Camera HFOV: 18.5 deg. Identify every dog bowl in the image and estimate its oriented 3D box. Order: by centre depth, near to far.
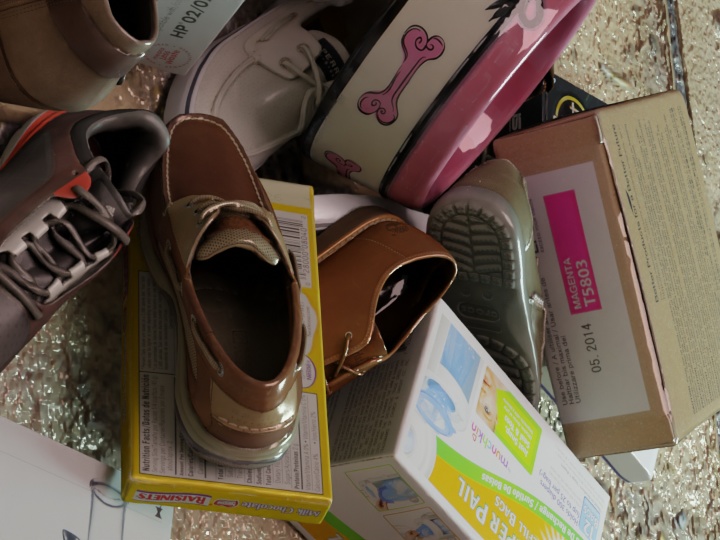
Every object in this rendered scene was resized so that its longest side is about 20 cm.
[{"bbox_3d":[0.057,-0.119,1.228,0.074,0.200,0.200,40,38,6],"label":"dog bowl"}]

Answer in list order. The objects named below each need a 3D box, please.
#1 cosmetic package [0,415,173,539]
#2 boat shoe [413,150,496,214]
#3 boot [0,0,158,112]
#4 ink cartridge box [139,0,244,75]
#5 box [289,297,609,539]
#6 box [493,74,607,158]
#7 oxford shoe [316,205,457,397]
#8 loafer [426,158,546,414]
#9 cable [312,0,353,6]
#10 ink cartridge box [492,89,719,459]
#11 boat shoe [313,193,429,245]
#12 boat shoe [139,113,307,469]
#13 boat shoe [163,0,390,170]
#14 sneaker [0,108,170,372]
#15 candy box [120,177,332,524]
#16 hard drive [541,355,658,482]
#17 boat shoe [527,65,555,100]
[{"bbox_3d":[-0.172,0.146,1.001,0.200,0.051,0.152,31,52,-46],"label":"cosmetic package"},{"bbox_3d":[0.065,-0.057,1.383,0.072,0.067,0.201,-35,107,-51],"label":"boat shoe"},{"bbox_3d":[-0.151,-0.172,1.042,0.070,0.146,0.201,-10,87,-44],"label":"boot"},{"bbox_3d":[-0.095,-0.182,1.141,0.067,0.115,0.201,14,65,-19],"label":"ink cartridge box"},{"bbox_3d":[0.045,0.126,1.264,0.200,0.101,0.113,48,44,-35],"label":"box"},{"bbox_3d":[0.162,-0.031,1.525,0.200,0.049,0.162,23,65,-49],"label":"box"},{"bbox_3d":[-0.028,0.041,1.171,0.200,0.071,0.072,-44,133,-22],"label":"oxford shoe"},{"bbox_3d":[0.079,0.018,1.280,0.201,0.075,0.070,90,22,-44],"label":"loafer"},{"bbox_3d":[-0.003,-0.250,1.299,0.199,0.069,0.201,-10,66,-54],"label":"cable"},{"bbox_3d":[0.163,-0.001,1.355,0.165,0.075,0.201,-17,95,-62],"label":"ink cartridge box"},{"bbox_3d":[0.000,0.000,1.279,0.200,0.070,0.067,13,67,-60],"label":"boat shoe"},{"bbox_3d":[-0.061,-0.003,1.078,0.075,0.072,0.201,-3,54,-20],"label":"boat shoe"},{"bbox_3d":[-0.039,-0.111,1.249,0.200,0.069,0.071,-46,116,-51],"label":"boat shoe"},{"bbox_3d":[-0.152,-0.019,1.051,0.077,0.082,0.201,55,40,-28],"label":"sneaker"},{"bbox_3d":[-0.069,0.032,1.115,0.101,0.026,0.201,7,51,-14],"label":"candy box"},{"bbox_3d":[0.173,0.020,1.466,0.132,0.025,0.201,48,47,-36],"label":"hard drive"},{"bbox_3d":[0.090,-0.143,1.426,0.073,0.072,0.200,71,23,-14],"label":"boat shoe"}]
